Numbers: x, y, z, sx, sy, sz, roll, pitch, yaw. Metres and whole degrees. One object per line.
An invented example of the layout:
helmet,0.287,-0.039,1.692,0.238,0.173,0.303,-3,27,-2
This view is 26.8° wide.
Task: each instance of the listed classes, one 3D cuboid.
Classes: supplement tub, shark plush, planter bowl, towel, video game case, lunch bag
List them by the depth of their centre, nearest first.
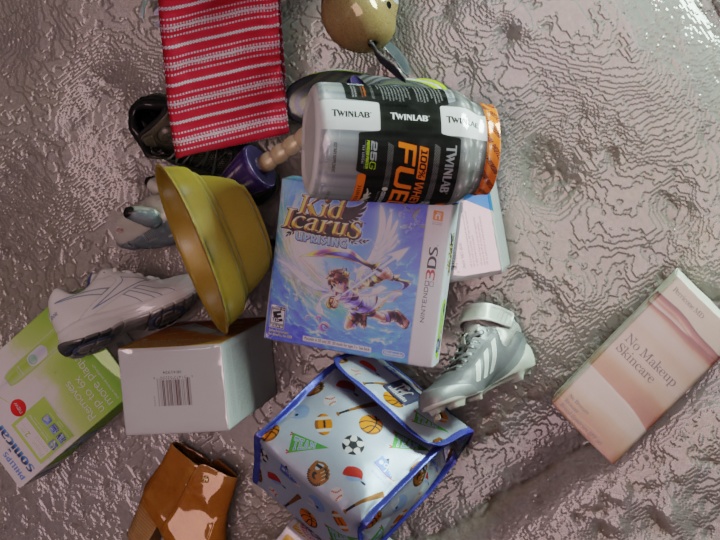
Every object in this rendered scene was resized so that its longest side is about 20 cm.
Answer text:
supplement tub,0.041,-0.132,1.594,0.197,0.123,0.124,1,96,-10
lunch bag,0.005,0.190,1.664,0.169,0.200,0.125,38,146,21
planter bowl,-0.152,-0.039,1.672,0.083,0.200,0.202,-23,90,-13
video game case,0.000,0.000,1.676,0.197,0.045,0.184,9,98,12
towel,-0.149,-0.232,1.679,0.143,0.022,0.202,-13,117,-20
shark plush,-0.195,-0.052,1.806,0.197,0.091,0.084,4,121,-3

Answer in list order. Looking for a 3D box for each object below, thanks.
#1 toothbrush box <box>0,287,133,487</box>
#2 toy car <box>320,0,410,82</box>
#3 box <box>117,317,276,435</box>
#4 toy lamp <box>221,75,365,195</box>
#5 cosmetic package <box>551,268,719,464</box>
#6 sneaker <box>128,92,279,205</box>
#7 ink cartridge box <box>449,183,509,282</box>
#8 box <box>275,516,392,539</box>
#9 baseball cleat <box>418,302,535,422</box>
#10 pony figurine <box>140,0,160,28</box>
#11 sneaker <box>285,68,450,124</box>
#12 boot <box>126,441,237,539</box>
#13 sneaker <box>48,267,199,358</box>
toothbrush box,-0.369,0.140,1.833,0.199,0.086,0.146,-39,86,14
toy car,0.012,-0.305,1.678,0.156,0.164,0.202,-26,99,13
box,-0.183,0.118,1.731,0.123,0.200,0.099,-4,95,12
toy lamp,-0.072,-0.144,1.693,0.199,0.058,0.059,-32,88,21
cosmetic package,0.317,0.106,1.681,0.103,0.087,0.200,43,102,6
sneaker,-0.189,-0.136,1.755,0.198,0.114,0.077,36,101,2
ink cartridge box,0.059,-0.055,1.722,0.197,0.084,0.147,-9,93,13
box,-0.047,0.339,1.722,0.112,0.200,0.102,38,101,6
baseball cleat,0.117,0.097,1.679,0.069,0.199,0.108,-22,86,37
pony figurine,-0.194,-0.376,1.707,0.193,0.167,0.201,-39,119,-4
sneaker,0.004,-0.194,1.723,0.197,0.081,0.075,0,95,12
boot,-0.178,0.310,1.813,0.200,0.071,0.145,35,104,12
sneaker,-0.272,0.031,1.769,0.198,0.075,0.088,-18,72,-30
